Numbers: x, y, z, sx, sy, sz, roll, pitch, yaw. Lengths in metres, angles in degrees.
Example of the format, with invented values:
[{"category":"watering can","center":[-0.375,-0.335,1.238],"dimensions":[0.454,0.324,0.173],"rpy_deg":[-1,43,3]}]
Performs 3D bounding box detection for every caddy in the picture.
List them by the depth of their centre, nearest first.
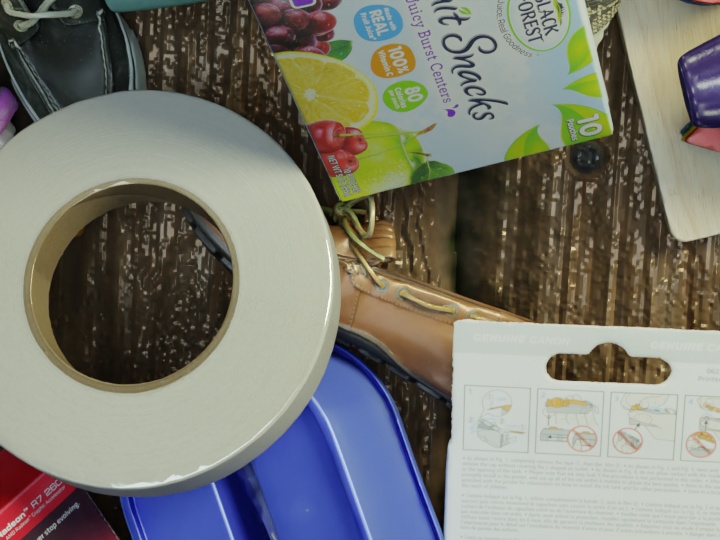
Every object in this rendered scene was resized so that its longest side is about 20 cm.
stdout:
[{"category":"caddy","center":[-0.037,0.130,1.052],"dimensions":[0.141,0.105,0.200],"rpy_deg":[-22,83,21]}]

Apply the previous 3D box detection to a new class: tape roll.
[{"category":"tape roll","center":[-0.110,0.011,0.991],"dimensions":[0.202,0.037,0.203],"rpy_deg":[-1,76,5]}]

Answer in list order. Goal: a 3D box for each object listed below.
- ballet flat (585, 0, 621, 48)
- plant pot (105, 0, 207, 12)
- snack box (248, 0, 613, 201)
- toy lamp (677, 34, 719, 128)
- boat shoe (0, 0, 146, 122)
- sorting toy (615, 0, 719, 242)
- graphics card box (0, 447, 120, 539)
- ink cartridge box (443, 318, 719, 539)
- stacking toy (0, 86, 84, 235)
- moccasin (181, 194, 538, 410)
[{"category":"ballet flat","center":[0.071,-0.116,1.029],"dimensions":[0.200,0.068,0.075],"rpy_deg":[-28,128,19]},{"category":"plant pot","center":[-0.042,-0.208,0.990],"dimensions":[0.200,0.141,0.142],"rpy_deg":[-20,96,11]},{"category":"snack box","center":[0.030,-0.122,0.920],"dimensions":[0.142,0.200,0.053],"rpy_deg":[-15,54,8]},{"category":"toy lamp","center":[0.251,-0.109,0.952],"dimensions":[0.200,0.058,0.058],"rpy_deg":[-15,97,5]},{"category":"boat shoe","center":[-0.169,-0.148,1.042],"dimensions":[0.071,0.064,0.200],"rpy_deg":[-19,97,7]},{"category":"sorting toy","center":[0.233,-0.130,1.013],"dimensions":[0.198,0.070,0.200],"rpy_deg":[-14,97,6]},{"category":"graphics card box","center":[-0.162,0.199,1.037],"dimensions":[0.125,0.051,0.200],"rpy_deg":[-42,122,-24]},{"category":"ink cartridge box","center":[0.126,0.114,1.047],"dimensions":[0.162,0.057,0.200],"rpy_deg":[2,108,5]},{"category":"stacking toy","center":[-0.220,-0.085,1.049],"dimensions":[0.110,0.116,0.200],"rpy_deg":[-45,107,4]},{"category":"moccasin","center":[0.000,0.000,1.047],"dimensions":[0.201,0.074,0.078],"rpy_deg":[30,95,0]}]
